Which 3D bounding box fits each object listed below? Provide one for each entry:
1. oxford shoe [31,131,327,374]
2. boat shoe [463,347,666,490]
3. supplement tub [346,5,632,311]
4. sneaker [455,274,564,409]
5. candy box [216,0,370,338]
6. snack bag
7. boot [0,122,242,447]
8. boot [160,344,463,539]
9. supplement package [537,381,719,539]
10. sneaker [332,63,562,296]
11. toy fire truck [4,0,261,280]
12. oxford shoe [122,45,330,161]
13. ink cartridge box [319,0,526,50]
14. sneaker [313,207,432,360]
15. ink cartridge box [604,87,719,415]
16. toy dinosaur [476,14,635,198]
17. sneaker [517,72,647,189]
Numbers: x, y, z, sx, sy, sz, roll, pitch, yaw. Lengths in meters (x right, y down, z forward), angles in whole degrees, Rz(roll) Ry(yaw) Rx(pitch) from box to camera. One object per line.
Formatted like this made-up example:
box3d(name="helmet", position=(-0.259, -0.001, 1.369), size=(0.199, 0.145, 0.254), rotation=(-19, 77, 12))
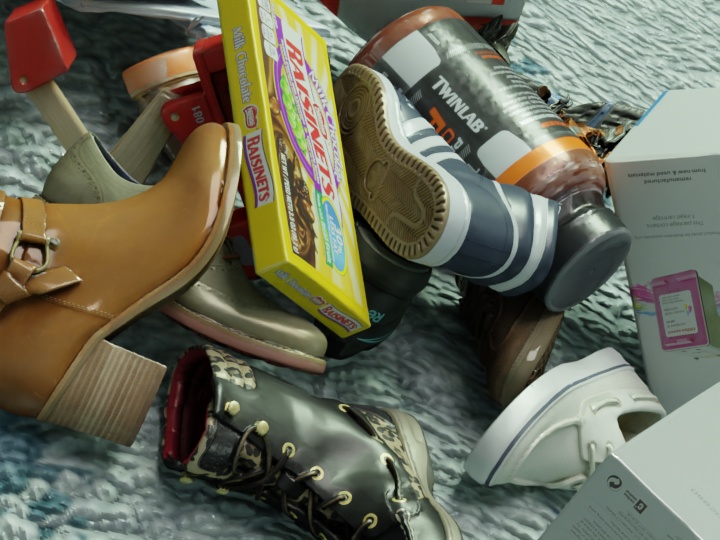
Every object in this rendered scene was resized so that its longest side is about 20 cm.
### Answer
box3d(name="oxford shoe", position=(-0.097, -0.009, 1.634), size=(0.200, 0.074, 0.071), rotation=(31, -1, 9))
box3d(name="boat shoe", position=(0.133, 0.103, 1.767), size=(0.070, 0.071, 0.200), rotation=(42, 24, 15))
box3d(name="supplement tub", position=(0.081, -0.067, 1.804), size=(0.107, 0.107, 0.200), rotation=(-9, 50, -51))
box3d(name="sneaker", position=(0.091, 0.029, 1.843), size=(0.075, 0.071, 0.200), rotation=(19, 25, 4))
box3d(name="candy box", position=(-0.039, -0.068, 1.660), size=(0.102, 0.026, 0.200), rotation=(41, 34, -55))
box3d(name="snack bag", position=(-0.145, -0.181, 1.846), size=(0.200, 0.021, 0.188), rotation=(3, 19, -39))
box3d(name="boot", position=(-0.160, -0.017, 1.558), size=(0.155, 0.200, 0.077), rotation=(25, -13, -6))
box3d(name="boot", position=(-0.028, 0.122, 1.566), size=(0.150, 0.073, 0.200), rotation=(24, 28, -22))
box3d(name="supplement package", position=(0.162, 0.194, 1.533), size=(0.152, 0.200, 0.151), rotation=(44, 30, 13))
box3d(name="sneaker", position=(0.049, -0.051, 1.730), size=(0.108, 0.070, 0.200), rotation=(19, 21, -30))
box3d(name="toy fire truck", position=(-0.119, -0.079, 1.722), size=(0.049, 0.141, 0.200), rotation=(-88, 160, -75))
box3d(name="oxford shoe", position=(-0.079, -0.106, 1.857), size=(0.200, 0.071, 0.073), rotation=(-13, 83, -56))
box3d(name="ink cartridge box", position=(0.009, -0.187, 1.924), size=(0.200, 0.162, 0.050), rotation=(-1, 76, -4))
box3d(name="sneaker", position=(0.000, 0.000, 1.772), size=(0.075, 0.079, 0.200), rotation=(30, 12, -1))
box3d(name="ink cartridge box", position=(0.234, -0.005, 1.890), size=(0.084, 0.200, 0.145), rotation=(-2, 21, 24))
box3d(name="toy dinosaur", position=(0.086, -0.085, 1.906), size=(0.200, 0.102, 0.136), rotation=(2, 58, -25))
box3d(name="sneaker", position=(0.117, -0.094, 2.033), size=(0.200, 0.077, 0.076), rotation=(18, 77, -7))
